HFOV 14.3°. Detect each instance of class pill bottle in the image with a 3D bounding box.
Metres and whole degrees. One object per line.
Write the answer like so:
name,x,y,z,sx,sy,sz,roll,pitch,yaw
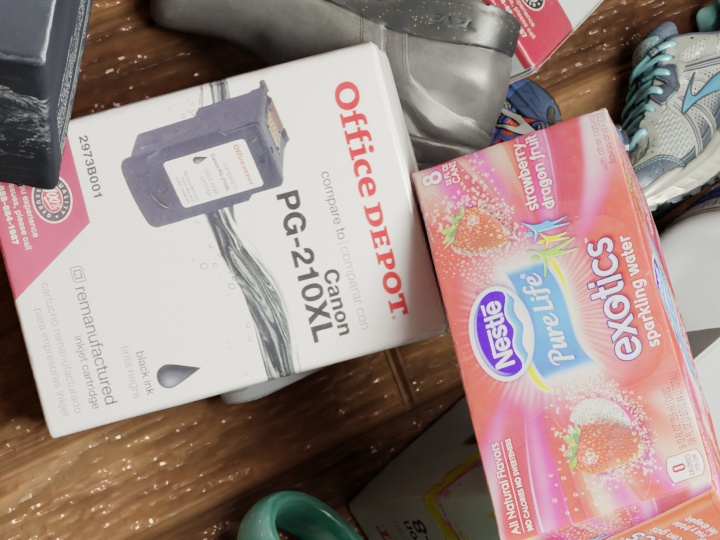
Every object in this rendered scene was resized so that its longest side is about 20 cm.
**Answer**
pill bottle,0.221,0.005,1.573,0.116,0.115,0.200,68,24,-6

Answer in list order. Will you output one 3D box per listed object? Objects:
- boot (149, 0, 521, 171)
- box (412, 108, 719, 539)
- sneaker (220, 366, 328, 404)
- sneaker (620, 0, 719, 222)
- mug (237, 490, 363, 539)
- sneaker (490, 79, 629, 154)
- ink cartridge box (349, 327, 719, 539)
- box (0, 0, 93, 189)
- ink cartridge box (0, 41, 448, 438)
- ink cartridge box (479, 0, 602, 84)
boot,-0.022,-0.080,1.446,0.199,0.070,0.132,10,86,13
box,0.099,0.042,1.321,0.095,0.102,0.201,56,19,-58
sneaker,0.000,0.000,1.491,0.199,0.073,0.071,-26,101,-34
sneaker,0.174,-0.088,1.634,0.086,0.078,0.200,51,51,-3
mug,0.000,0.207,1.409,0.114,0.152,0.186,15,82,-33
sneaker,0.082,-0.048,1.496,0.078,0.200,0.076,-7,106,-19
ink cartridge box,0.124,0.132,1.479,0.144,0.200,0.146,-39,104,-29
box,-0.219,-0.129,1.248,0.195,0.200,0.118,10,75,-2
ink cartridge box,-0.067,-0.016,1.382,0.199,0.084,0.146,-15,91,3
ink cartridge box,0.077,-0.204,1.550,0.146,0.083,0.200,56,47,-13
